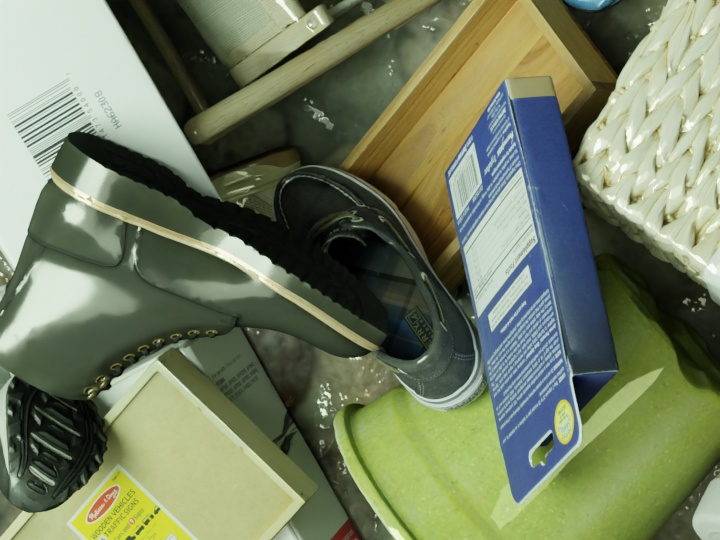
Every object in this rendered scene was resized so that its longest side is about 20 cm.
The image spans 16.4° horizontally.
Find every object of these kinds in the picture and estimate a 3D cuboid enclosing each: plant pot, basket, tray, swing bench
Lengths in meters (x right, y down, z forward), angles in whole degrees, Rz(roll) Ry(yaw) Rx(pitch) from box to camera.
[{"bbox_3d":[0.118,0.096,1.442,0.184,0.200,0.200,-43,89,12],"label":"plant pot"},{"bbox_3d":[0.208,-0.090,1.350,0.123,0.136,0.201,31,90,10],"label":"basket"},{"bbox_3d":[0.061,-0.071,1.450,0.200,0.037,0.099,-50,60,31],"label":"tray"},{"bbox_3d":[-0.059,-0.206,1.431,0.199,0.130,0.199,-31,93,1],"label":"swing bench"}]

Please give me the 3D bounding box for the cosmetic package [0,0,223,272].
[{"bbox_3d":[-0.187,-0.100,1.426,0.123,0.200,0.200,-31,113,-3],"label":"cosmetic package"}]

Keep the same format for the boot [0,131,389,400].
[{"bbox_3d":[-0.099,0.030,1.349,0.199,0.077,0.139,29,104,-5],"label":"boot"}]

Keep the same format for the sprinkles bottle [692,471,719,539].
[{"bbox_3d":[0.256,0.071,1.387,0.068,0.068,0.200,27,72,9],"label":"sprinkles bottle"}]

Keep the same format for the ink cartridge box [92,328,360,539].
[{"bbox_3d":[-0.102,0.149,1.570,0.144,0.084,0.201,-28,95,23],"label":"ink cartridge box"}]

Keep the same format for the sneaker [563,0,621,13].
[{"bbox_3d":[0.133,-0.238,1.384,0.078,0.090,0.201,14,113,14],"label":"sneaker"}]

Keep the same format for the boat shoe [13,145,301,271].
[{"bbox_3d":[-0.120,-0.016,1.539,0.199,0.072,0.065,-19,97,16],"label":"boat shoe"}]

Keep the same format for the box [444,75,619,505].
[{"bbox_3d":[0.091,0.013,1.325,0.032,0.121,0.201,-3,69,-16],"label":"box"}]

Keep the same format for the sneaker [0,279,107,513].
[{"bbox_3d":[-0.205,0.089,1.500,0.074,0.200,0.079,37,106,-26],"label":"sneaker"}]

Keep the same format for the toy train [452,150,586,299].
[{"bbox_3d":[0.083,-0.030,1.491,0.200,0.034,0.046,-36,80,23],"label":"toy train"}]

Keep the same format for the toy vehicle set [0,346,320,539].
[{"bbox_3d":[-0.133,0.158,1.522,0.124,0.027,0.200,44,113,4],"label":"toy vehicle set"}]

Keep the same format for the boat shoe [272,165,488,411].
[{"bbox_3d":[0.000,0.000,1.416,0.070,0.066,0.200,-40,53,7],"label":"boat shoe"}]
